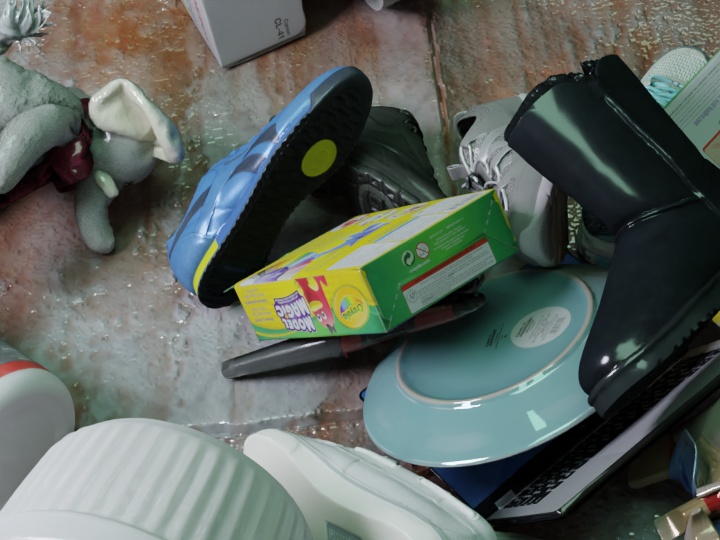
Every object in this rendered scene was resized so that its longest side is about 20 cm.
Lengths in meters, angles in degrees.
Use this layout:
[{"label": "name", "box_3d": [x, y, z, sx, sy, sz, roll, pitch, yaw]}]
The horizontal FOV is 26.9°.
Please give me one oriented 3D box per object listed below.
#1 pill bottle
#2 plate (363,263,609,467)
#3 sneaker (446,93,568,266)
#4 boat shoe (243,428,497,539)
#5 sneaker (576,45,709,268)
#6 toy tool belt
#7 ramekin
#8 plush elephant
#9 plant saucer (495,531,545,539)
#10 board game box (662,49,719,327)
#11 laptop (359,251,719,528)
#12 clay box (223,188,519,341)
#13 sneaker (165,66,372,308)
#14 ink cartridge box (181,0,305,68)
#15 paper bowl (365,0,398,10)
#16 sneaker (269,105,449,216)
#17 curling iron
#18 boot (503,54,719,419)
[{"label": "pill bottle", "box_3d": [-0.294, 0.077, 0.994, 0.199, 0.117, 0.116, 28, 61, 28]}, {"label": "plate", "box_3d": [0.088, 0.049, 0.956, 0.198, 0.026, 0.201, -22, 26, 11]}, {"label": "sneaker", "box_3d": [0.101, -0.060, 1.046, 0.081, 0.076, 0.201, -4, 27, 4]}, {"label": "boat shoe", "box_3d": [0.003, 0.139, 0.910, 0.068, 0.073, 0.199, -15, 16, -35]}, {"label": "sneaker", "box_3d": [0.213, -0.096, 1.064, 0.077, 0.087, 0.201, 15, 56, 20]}, {"label": "toy tool belt", "box_3d": [0.234, 0.157, 0.859, 0.122, 0.125, 0.201, -34, 48, 17]}, {"label": "ramekin", "box_3d": [-0.116, 0.175, 0.841, 0.197, 0.202, 0.106, 9, 44, 16]}, {"label": "plush elephant", "box_3d": [-0.218, -0.086, 1.103, 0.153, 0.165, 0.202, 22, 89, -18]}, {"label": "plant saucer", "box_3d": [0.072, 0.230, 0.855, 0.197, 0.051, 0.202, -5, 52, 6]}, {"label": "board game box", "box_3d": [0.268, -0.035, 0.983, 0.200, 0.040, 0.153, 44, 69, 7]}, {"label": "laptop", "box_3d": [0.125, 0.059, 0.943, 0.186, 0.200, 0.116, -36, 89, -18]}, {"label": "clay box", "box_3d": [0.000, 0.000, 0.987, 0.114, 0.048, 0.199, -30, 10, -28]}, {"label": "sneaker", "box_3d": [-0.072, -0.071, 1.055, 0.201, 0.066, 0.079, -53, 52, 15]}, {"label": "ink cartridge box", "box_3d": [-0.129, -0.289, 1.235, 0.085, 0.148, 0.201, -24, 51, -8]}, {"label": "paper bowl", "box_3d": [-0.021, -0.301, 1.192, 0.103, 0.202, 0.201, -28, 52, -5]}, {"label": "sneaker", "box_3d": [0.022, -0.075, 1.092, 0.090, 0.076, 0.200, -35, 56, -25]}, {"label": "curling iron", "box_3d": [-0.004, 0.041, 1.001, 0.198, 0.026, 0.050, -21, 14, 19]}, {"label": "boot", "box_3d": [0.143, -0.027, 0.881, 0.168, 0.077, 0.200, 43, 55, 11]}]
